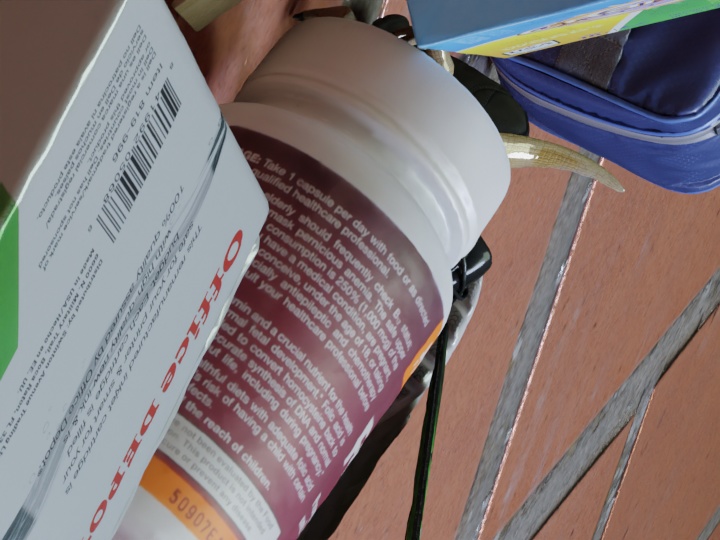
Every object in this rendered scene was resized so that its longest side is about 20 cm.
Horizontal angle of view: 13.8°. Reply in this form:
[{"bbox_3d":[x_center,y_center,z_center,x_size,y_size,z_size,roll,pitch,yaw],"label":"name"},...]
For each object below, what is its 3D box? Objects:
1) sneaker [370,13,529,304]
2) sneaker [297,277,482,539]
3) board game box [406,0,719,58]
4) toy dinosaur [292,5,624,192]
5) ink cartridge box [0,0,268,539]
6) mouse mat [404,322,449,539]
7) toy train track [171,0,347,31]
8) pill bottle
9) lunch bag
[{"bbox_3d":[0.000,0.000,1.176,0.201,0.090,0.076,-63,174,-7],"label":"sneaker"},{"bbox_3d":[-0.021,0.061,1.268,0.200,0.075,0.082,-53,170,-6],"label":"sneaker"},{"bbox_3d":[0.103,-0.114,1.064,0.200,0.152,0.041,-15,92,-78],"label":"board game box"},{"bbox_3d":[0.005,-0.046,1.124,0.199,0.058,0.102,-21,121,-30],"label":"toy dinosaur"},{"bbox_3d":[-0.104,-0.001,0.815,0.147,0.083,0.200,-63,165,-13],"label":"ink cartridge box"},{"bbox_3d":[0.018,0.134,1.216,0.200,0.007,0.162,95,3,-59],"label":"mouse mat"},{"bbox_3d":[-0.031,-0.139,0.955,0.114,0.033,0.200,-35,158,5],"label":"toy train track"},{"bbox_3d":[-0.040,0.019,0.989,0.200,0.114,0.114,-54,162,-26],"label":"pill bottle"},{"bbox_3d":[0.146,-0.151,1.370,0.201,0.135,0.132,-64,166,-8],"label":"lunch bag"}]
